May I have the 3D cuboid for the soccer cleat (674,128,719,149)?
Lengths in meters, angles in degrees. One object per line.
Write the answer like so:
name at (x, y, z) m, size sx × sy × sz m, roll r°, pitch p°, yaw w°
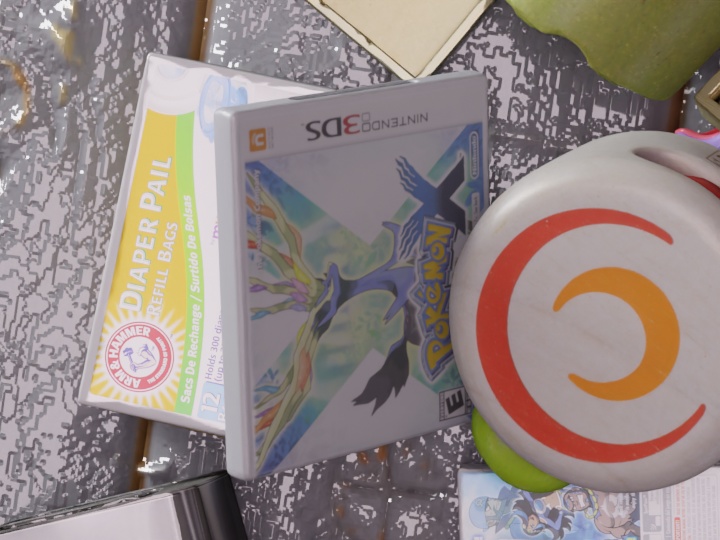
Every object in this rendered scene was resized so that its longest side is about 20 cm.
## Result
soccer cleat at (0.266, -0.115, 1.460) m, size 0.073 × 0.068 × 0.200 m, roll 45°, pitch 96°, yaw 1°

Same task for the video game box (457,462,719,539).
video game box at (0.148, 0.208, 1.481) m, size 0.181 × 0.047 × 0.201 m, roll -1°, pitch 91°, yaw 1°

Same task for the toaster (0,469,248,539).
toaster at (-0.139, 0.187, 1.429) m, size 0.199 × 0.181 × 0.119 m, roll -13°, pitch 89°, yaw 4°

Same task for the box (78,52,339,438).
box at (-0.082, -0.012, 1.462) m, size 0.112 × 0.101 × 0.201 m, roll 11°, pitch 91°, yaw 3°

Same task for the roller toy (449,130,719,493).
roller toy at (0.153, 0.019, 1.420) m, size 0.199 × 0.140 × 0.184 m, roll -8°, pitch 98°, yaw 22°

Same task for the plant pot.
plant pot at (0.167, -0.202, 1.400) m, size 0.200 × 0.200 × 0.185 m, roll 37°, pitch 107°, yaw 2°

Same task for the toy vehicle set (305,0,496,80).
toy vehicle set at (0.049, -0.217, 1.489) m, size 0.124 × 0.027 × 0.200 m, roll 40°, pitch 93°, yaw 2°

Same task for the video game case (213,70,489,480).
video game case at (0.000, 0.000, 1.423) m, size 0.182 × 0.022 × 0.201 m, roll -12°, pitch 107°, yaw -38°

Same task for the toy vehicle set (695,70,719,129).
toy vehicle set at (0.294, -0.123, 1.401) m, size 0.200 × 0.027 × 0.124 m, roll -45°, pitch 63°, yaw 0°
